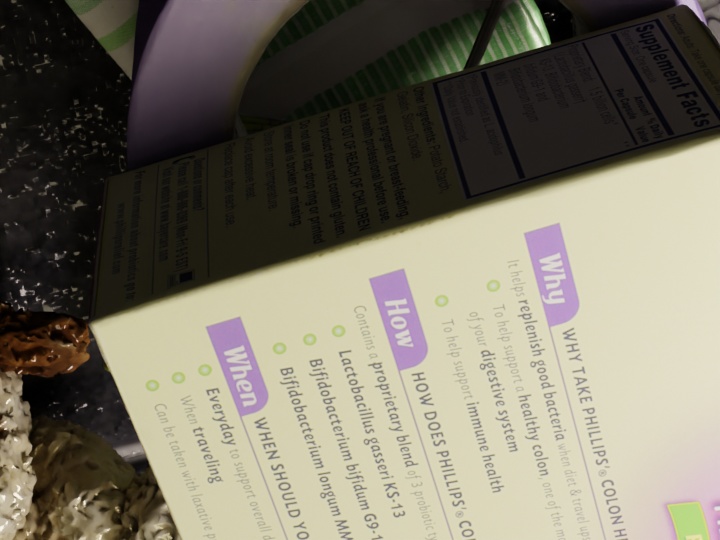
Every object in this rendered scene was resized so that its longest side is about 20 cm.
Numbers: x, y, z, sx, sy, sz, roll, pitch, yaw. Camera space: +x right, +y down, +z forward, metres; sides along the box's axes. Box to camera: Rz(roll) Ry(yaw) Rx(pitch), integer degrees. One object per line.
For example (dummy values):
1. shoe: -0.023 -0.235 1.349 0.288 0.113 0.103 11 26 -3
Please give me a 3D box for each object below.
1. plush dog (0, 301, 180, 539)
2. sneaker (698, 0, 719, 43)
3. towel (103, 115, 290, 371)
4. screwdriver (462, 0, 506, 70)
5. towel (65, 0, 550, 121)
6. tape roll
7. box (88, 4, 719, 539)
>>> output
1. plush dog: -0.165 0.098 0.718 0.199 0.160 0.172 -36 118 -9
2. sneaker: 0.145 -0.109 0.686 0.080 0.076 0.201 -28 135 -43
3. towel: 0.000 0.000 0.722 0.198 0.023 0.144 4 130 -22
4. screwdriver: 0.026 -0.034 0.665 0.028 0.029 0.201 8 127 -25
5. towel: -0.009 -0.092 0.664 0.152 0.023 0.200 -30 135 8
6. tape roll: 0.019 -0.059 0.597 0.198 0.085 0.202 -2 118 -4
7. box: 0.037 0.037 0.548 0.198 0.097 0.177 -16 119 4
